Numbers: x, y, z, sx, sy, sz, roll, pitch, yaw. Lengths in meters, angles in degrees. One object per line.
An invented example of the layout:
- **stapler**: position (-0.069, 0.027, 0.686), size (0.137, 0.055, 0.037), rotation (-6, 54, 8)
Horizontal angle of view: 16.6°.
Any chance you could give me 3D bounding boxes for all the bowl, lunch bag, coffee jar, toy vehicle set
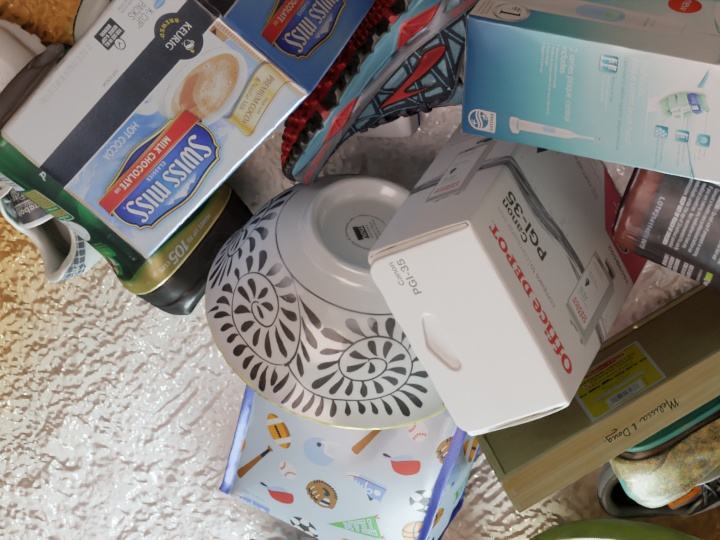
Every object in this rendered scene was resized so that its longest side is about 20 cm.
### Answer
- **bowl**: position (0.000, 0.000, 1.658), size (0.201, 0.201, 0.094), rotation (25, 140, 8)
- **lunch bag**: position (0.007, 0.097, 1.776), size (0.170, 0.124, 0.200), rotation (23, 134, 11)
- **coffee jar**: position (-0.172, -0.061, 1.747), size (0.200, 0.104, 0.085), rotation (41, 167, -21)
- **toy vehicle set**: position (0.172, 0.080, 1.635), size (0.200, 0.124, 0.027), rotation (-31, 106, 3)

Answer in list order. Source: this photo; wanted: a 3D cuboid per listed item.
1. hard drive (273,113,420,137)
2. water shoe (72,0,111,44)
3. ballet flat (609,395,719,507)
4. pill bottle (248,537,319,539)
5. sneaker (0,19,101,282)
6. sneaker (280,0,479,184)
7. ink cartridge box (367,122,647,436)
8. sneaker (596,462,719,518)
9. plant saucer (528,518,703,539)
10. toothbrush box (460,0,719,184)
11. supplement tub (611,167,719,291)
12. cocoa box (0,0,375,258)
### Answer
- **hard drive**: position (-0.036, -0.187, 1.678), size (0.132, 0.025, 0.200), rotation (3, 120, 22)
- **water shoe**: position (-0.134, -0.214, 1.683), size (0.079, 0.072, 0.200), rotation (28, 135, 2)
- **ballet flat**: position (0.255, 0.094, 1.646), size (0.071, 0.200, 0.071), rotation (55, 165, 22)
- **pill bottle**: position (-0.005, 0.275, 1.894), size (0.200, 0.112, 0.113), rotation (18, 125, 12)
- **sneaker**: position (-0.241, -0.089, 1.791), size (0.076, 0.081, 0.200), rotation (-16, 110, 44)
- **sneaker**: position (0.027, -0.123, 1.631), size (0.095, 0.079, 0.200), rotation (33, 112, -21)
- **ink cartridge box**: position (0.101, -0.008, 1.618), size (0.083, 0.200, 0.147), rotation (-19, 111, 31)
- **sneaker**: position (0.254, 0.134, 1.714), size (0.200, 0.079, 0.074), rotation (-19, 109, 30)
- **plant saucer**: position (0.201, 0.227, 1.783), size (0.200, 0.031, 0.200), rotation (11, 150, 6)
- **toothbrush box**: position (0.179, -0.134, 1.540), size (0.200, 0.146, 0.085), rotation (14, 124, 17)
- **supplement tub**: position (0.271, -0.026, 1.591), size (0.200, 0.107, 0.107), rotation (24, 126, 8)
- **cocoa box**: position (-0.111, -0.132, 1.602), size (0.131, 0.133, 0.200), rotation (41, 130, -8)
